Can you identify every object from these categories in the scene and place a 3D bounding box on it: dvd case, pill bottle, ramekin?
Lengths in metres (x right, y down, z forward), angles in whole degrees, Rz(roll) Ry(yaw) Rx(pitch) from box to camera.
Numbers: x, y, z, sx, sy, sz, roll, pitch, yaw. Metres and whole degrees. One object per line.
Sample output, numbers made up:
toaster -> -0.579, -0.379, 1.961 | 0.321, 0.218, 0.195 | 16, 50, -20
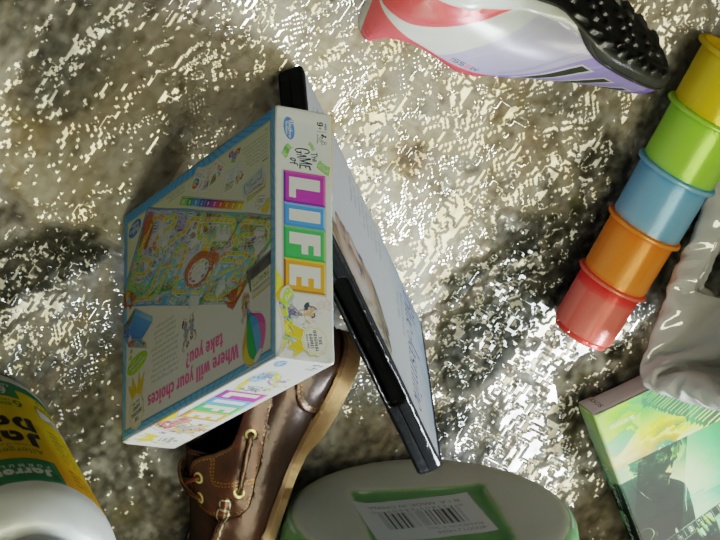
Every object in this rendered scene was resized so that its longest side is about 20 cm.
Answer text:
dvd case -> 0.000, 0.000, 1.560 | 0.017, 0.143, 0.201 | -20, 124, 8
pill bottle -> -0.198, 0.147, 1.514 | 0.112, 0.200, 0.113 | -10, 119, -18
ramekin -> 0.040, 0.189, 1.645 | 0.199, 0.200, 0.098 | -6, 110, -20

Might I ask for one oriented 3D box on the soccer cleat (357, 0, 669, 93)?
soccer cleat -> 0.090, -0.138, 1.582 | 0.199, 0.068, 0.073 | 17, 131, -33

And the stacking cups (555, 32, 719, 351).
stacking cups -> 0.181, -0.043, 1.663 | 0.060, 0.061, 0.201 | 21, 106, -30

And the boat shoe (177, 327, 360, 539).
boat shoe -> -0.073, 0.113, 1.632 | 0.070, 0.070, 0.201 | 20, 99, -26

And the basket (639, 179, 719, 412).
basket -> 0.308, 0.018, 1.645 | 0.160, 0.200, 0.199 | 26, 83, -36

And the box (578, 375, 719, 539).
box -> 0.240, 0.147, 1.767 | 0.144, 0.036, 0.201 | -25, 103, -9

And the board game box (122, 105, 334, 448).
board game box -> -0.074, 0.008, 1.474 | 0.034, 0.200, 0.135 | 8, 71, -26
